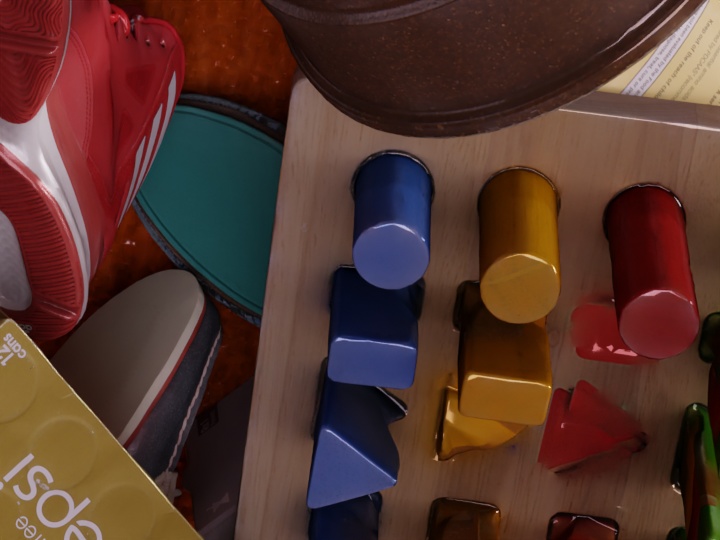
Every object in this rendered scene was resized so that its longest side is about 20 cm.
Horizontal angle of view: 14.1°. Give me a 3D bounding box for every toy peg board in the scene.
[{"bbox_3d":[0.063,0.051,0.958,0.198,0.098,0.201,7,119,-3],"label":"toy peg board"}]

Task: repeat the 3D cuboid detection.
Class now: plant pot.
[{"bbox_3d":[0.000,-0.173,0.839,0.200,0.201,0.198,-43,133,9],"label":"plant pot"}]

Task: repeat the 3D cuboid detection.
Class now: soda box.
[{"bbox_3d":[-0.095,0.095,0.982,0.068,0.064,0.200,-43,120,-8],"label":"soda box"}]

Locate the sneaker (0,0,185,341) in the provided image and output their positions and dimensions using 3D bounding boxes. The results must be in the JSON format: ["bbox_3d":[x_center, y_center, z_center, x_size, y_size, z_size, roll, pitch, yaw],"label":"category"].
[{"bbox_3d":[-0.111,-0.087,0.971,0.078,0.116,0.201,11,127,12],"label":"sneaker"}]

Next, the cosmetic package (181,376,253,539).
[{"bbox_3d":[0.022,0.127,1.116,0.090,0.107,0.200,-34,112,6],"label":"cosmetic package"}]

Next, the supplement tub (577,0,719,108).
[{"bbox_3d":[0.118,-0.046,1.041,0.200,0.146,0.145,40,101,-18],"label":"supplement tub"}]

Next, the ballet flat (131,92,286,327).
[{"bbox_3d":[0.000,0.000,1.077,0.199,0.074,0.075,35,106,16],"label":"ballet flat"}]

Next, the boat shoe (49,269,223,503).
[{"bbox_3d":[-0.101,0.095,1.061,0.062,0.071,0.201,37,74,-33],"label":"boat shoe"}]
